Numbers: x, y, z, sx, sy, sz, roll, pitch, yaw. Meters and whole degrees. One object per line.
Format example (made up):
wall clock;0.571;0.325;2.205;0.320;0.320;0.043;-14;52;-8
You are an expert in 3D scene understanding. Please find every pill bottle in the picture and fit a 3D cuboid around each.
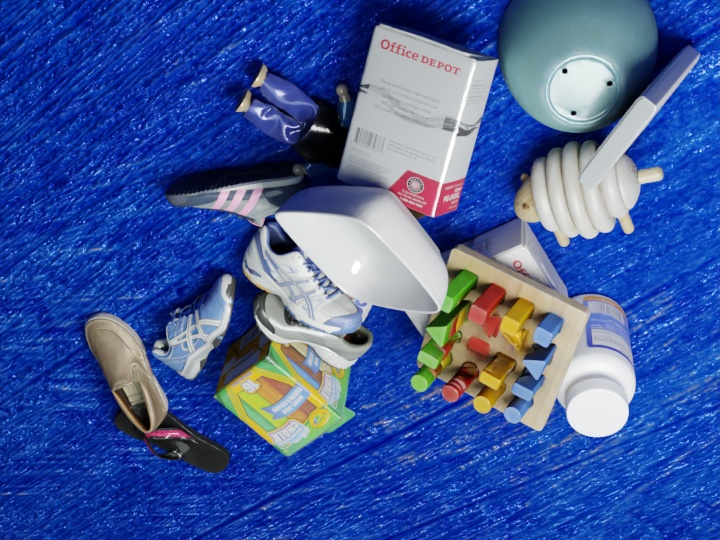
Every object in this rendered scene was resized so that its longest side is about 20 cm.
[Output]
pill bottle;0.320;0.132;1.650;0.110;0.201;0.113;3;125;5

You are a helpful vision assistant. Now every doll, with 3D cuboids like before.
doll;-0.060;-0.190;1.569;0.199;0.049;0.137;31;108;-15

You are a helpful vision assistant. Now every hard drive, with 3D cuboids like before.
hard drive;0.334;-0.185;1.427;0.027;0.200;0.132;39;129;7

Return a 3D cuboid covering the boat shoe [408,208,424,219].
boat shoe;0.037;-0.092;1.618;0.072;0.066;0.199;36;136;-27

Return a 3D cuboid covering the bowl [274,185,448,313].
bowl;0.011;-0.036;1.509;0.199;0.075;0.200;6;146;48

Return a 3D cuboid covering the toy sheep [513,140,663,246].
toy sheep;0.291;-0.103;1.541;0.198;0.139;0.139;-15;121;21

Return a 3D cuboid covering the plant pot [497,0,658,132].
plant pot;0.264;-0.247;1.441;0.197;0.135;0.202;3;124;4

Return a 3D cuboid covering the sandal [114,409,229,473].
sandal;-0.300;0.275;1.915;0.199;0.045;0.075;29;123;-12

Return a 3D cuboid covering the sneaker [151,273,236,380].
sneaker;-0.242;0.080;1.758;0.076;0.076;0.201;24;122;-15

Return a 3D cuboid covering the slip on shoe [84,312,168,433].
slip on shoe;-0.360;0.158;1.825;0.075;0.061;0.202;-16;112;15

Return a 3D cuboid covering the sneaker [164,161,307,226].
sneaker;-0.168;-0.093;1.636;0.197;0.070;0.083;-5;120;12

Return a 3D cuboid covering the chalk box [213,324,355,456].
chalk box;-0.098;0.179;1.778;0.200;0.125;0.124;41;120;-20

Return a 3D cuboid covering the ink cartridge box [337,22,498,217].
ink cartridge box;0.070;-0.188;1.475;0.144;0.083;0.202;24;110;24

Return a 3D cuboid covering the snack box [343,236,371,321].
snack box;0.000;0.000;1.672;0.071;0.025;0.201;18;142;-6

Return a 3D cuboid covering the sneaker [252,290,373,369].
sneaker;-0.067;0.074;1.715;0.199;0.075;0.079;25;141;-30

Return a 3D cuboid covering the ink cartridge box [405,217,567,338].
ink cartridge box;0.175;0.036;1.673;0.198;0.083;0.147;-25;117;22

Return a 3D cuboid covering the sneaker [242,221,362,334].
sneaker;-0.077;0.010;1.659;0.199;0.075;0.089;33;123;14

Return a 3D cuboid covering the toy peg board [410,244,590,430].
toy peg board;0.167;0.107;1.571;0.198;0.098;0.202;27;125;18
